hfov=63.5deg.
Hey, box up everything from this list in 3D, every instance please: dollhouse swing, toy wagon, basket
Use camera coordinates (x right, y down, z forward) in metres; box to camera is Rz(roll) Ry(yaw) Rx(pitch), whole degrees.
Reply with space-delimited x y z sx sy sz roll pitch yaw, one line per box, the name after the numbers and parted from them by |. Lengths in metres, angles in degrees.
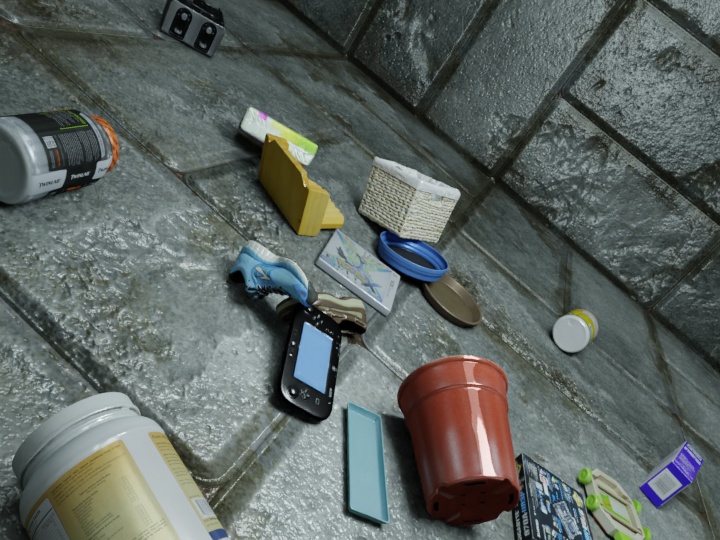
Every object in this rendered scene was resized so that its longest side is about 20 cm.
-0.118 -0.207 1.379 0.172 0.184 0.201 -17 55 -35 | dollhouse swing
0.527 0.505 1.202 0.153 0.040 0.201 33 27 -10 | toy wagon
0.133 -0.191 1.608 0.195 0.165 0.198 5 21 -47 | basket

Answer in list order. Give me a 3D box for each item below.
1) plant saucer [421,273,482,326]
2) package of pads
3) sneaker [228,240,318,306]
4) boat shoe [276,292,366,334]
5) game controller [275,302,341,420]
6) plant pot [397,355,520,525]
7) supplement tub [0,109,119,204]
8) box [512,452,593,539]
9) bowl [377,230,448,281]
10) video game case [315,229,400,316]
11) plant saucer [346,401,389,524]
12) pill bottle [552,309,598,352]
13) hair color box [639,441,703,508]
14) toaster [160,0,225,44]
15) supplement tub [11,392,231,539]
0.234 0.074 1.524 0.197 0.030 0.202 29 28 -17 | plant saucer
-0.217 -0.336 1.495 0.196 0.070 0.154 28 0 -18 | package of pads
-0.154 0.025 1.012 0.197 0.091 0.079 23 -25 37 | sneaker
-0.062 0.089 1.076 0.198 0.075 0.077 3 58 -40 | boat shoe
-0.080 0.145 0.956 0.102 0.042 0.203 27 42 -18 | game controller
0.165 0.282 0.943 0.197 0.201 0.199 24 37 -25 | plant pot
-0.482 -0.184 0.913 0.122 0.124 0.200 38 26 3 | supplement tub
0.346 0.450 1.049 0.157 0.046 0.201 35 26 -8 | box
0.134 -0.036 1.516 0.196 0.040 0.202 22 22 -9 | bowl
0.000 0.000 1.349 0.198 0.022 0.183 36 26 -5 | video game case
0.006 0.293 0.899 0.069 0.019 0.202 29 29 -19 | plant saucer
0.680 0.183 1.823 0.113 0.114 0.198 47 28 21 | pill bottle
0.773 0.502 1.440 0.197 0.110 0.065 -3 46 -53 | hair color box
-0.522 -0.781 1.811 0.177 0.120 0.203 21 31 -32 | toaster
-0.226 0.234 0.551 0.201 0.146 0.143 48 28 20 | supplement tub
